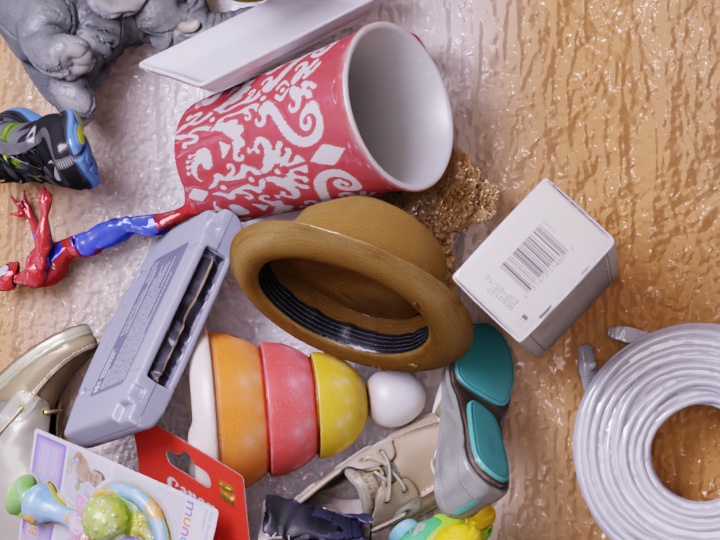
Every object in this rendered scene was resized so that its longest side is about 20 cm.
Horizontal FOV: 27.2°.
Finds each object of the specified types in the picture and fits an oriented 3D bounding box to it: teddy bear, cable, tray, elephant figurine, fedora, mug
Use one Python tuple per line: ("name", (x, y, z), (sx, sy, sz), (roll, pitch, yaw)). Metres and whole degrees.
("teddy bear", (0.028, -0.019, 1.247), (0.145, 0.067, 0.200), (24, 92, 25))
("cable", (0.268, 0.141, 1.175), (0.200, 0.069, 0.200), (0, 83, 10))
("tray", (-0.074, -0.194, 1.233), (0.200, 0.107, 0.022), (-31, 120, -25))
("elephant figurine", (-0.203, -0.227, 1.289), (0.200, 0.155, 0.141), (-39, 38, -11))
("fedora", (0.000, 0.000, 1.152), (0.200, 0.201, 0.082), (17, 59, 12))
("mug", (-0.031, -0.112, 1.217), (0.200, 0.177, 0.134), (-13, 93, 38))

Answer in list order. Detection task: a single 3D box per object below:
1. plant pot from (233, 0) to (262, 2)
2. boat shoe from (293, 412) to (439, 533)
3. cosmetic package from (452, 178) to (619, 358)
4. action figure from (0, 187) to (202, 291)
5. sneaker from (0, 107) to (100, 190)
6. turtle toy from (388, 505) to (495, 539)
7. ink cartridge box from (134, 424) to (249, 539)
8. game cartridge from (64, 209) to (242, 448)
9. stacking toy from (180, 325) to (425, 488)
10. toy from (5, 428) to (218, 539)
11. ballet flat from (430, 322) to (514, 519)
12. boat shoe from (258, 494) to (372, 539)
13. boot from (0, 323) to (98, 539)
("plant pot", (-0.099, -0.338, 1.243), (0.200, 0.176, 0.200), (43, 92, 12))
("boat shoe", (0.014, 0.178, 1.220), (0.200, 0.065, 0.072), (-30, 79, 6))
("cosmetic package", (0.140, 0.004, 1.148), (0.073, 0.200, 0.104), (44, 92, 11))
("action figure", (-0.240, -0.050, 1.293), (0.200, 0.065, 0.099), (-26, 88, 6))
("sneaker", (-0.281, -0.096, 1.252), (0.083, 0.199, 0.071), (-27, 113, -30))
("turtle toy", (0.056, 0.260, 1.140), (0.101, 0.200, 0.146), (-9, 102, 13))
("ink cartridge box", (-0.148, 0.231, 1.176), (0.160, 0.047, 0.200), (21, 120, 46))
("game cartridge", (-0.171, 0.050, 1.220), (0.041, 0.133, 0.200), (36, 60, -26))
("stacking toy", (-0.045, 0.112, 1.228), (0.200, 0.146, 0.146), (-4, 83, -9))
("toy", (-0.207, 0.210, 1.163), (0.200, 0.047, 0.115), (18, 103, 36))
("ballet flat", (0.081, 0.116, 1.172), (0.067, 0.200, 0.064), (36, 119, -18))
("boat shoe", (-0.041, 0.268, 1.185), (0.093, 0.075, 0.200), (7, 127, -2))
("boot", (-0.264, 0.158, 1.271), (0.200, 0.072, 0.155), (-44, 78, 8))
